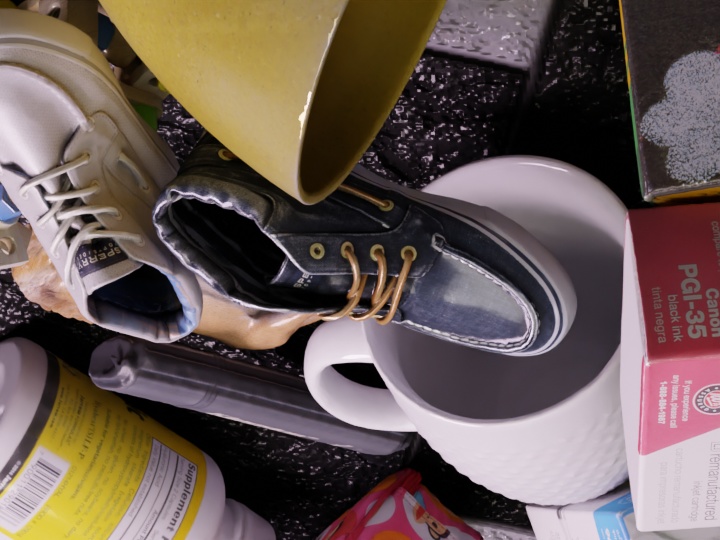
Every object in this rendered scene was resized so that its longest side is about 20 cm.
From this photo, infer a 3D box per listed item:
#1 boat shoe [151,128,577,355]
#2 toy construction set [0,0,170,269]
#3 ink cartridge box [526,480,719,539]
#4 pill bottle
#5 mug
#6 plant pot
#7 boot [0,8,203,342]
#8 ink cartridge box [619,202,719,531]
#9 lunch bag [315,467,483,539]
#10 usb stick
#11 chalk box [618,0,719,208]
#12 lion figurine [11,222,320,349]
[{"bbox_3d":[0.000,0.000,1.178,0.199,0.091,0.071,26,124,5],"label":"boat shoe"},{"bbox_3d":[-0.164,-0.086,1.254,0.131,0.093,0.200,16,136,-39],"label":"toy construction set"},{"bbox_3d":[0.167,0.140,1.386,0.115,0.068,0.200,-21,-179,-15],"label":"ink cartridge box"},{"bbox_3d":[-0.149,0.134,1.466,0.200,0.112,0.111,36,130,-26],"label":"pill bottle"},{"bbox_3d":[0.068,0.048,1.315,0.198,0.149,0.176,-6,154,15],"label":"mug"},{"bbox_3d":[-0.042,-0.150,1.119,0.141,0.200,0.201,26,137,9],"label":"plant pot"},{"bbox_3d":[-0.126,-0.038,1.161,0.073,0.096,0.200,-26,149,14],"label":"boot"},{"bbox_3d":[0.215,0.037,1.097,0.198,0.083,0.147,-4,144,2],"label":"ink cartridge box"},{"bbox_3d":[-0.027,0.220,1.472,0.082,0.200,0.176,44,129,-1],"label":"lunch bag"},{"bbox_3d":[-0.058,0.070,1.401,0.199,0.033,0.055,16,162,-35],"label":"usb stick"},{"bbox_3d":[0.185,-0.125,1.117,0.124,0.202,0.124,-8,167,19],"label":"chalk box"},{"bbox_3d":[-0.084,0.009,1.359,0.199,0.073,0.122,26,142,-24],"label":"lion figurine"}]
